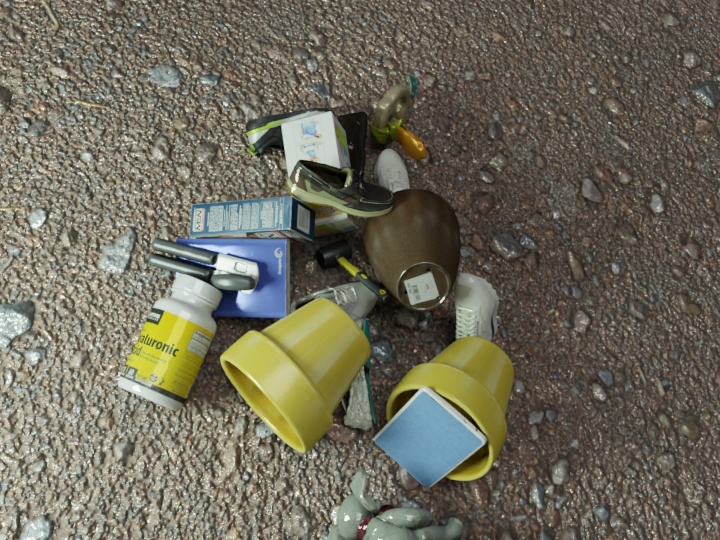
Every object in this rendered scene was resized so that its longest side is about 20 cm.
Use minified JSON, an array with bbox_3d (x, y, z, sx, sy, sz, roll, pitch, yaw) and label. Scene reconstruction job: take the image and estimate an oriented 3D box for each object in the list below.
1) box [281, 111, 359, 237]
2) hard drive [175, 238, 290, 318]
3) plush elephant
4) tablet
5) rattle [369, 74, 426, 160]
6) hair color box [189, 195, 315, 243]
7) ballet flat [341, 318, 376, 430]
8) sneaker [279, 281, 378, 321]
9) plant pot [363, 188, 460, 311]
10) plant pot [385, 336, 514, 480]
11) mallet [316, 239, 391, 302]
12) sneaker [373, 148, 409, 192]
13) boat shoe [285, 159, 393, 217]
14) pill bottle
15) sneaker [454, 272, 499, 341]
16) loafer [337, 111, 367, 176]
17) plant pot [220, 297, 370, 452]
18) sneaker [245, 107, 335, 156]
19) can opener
[{"bbox_3d":[-0.073,-0.174,1.316,0.100,0.112,0.203,-11,80,10],"label":"box"},{"bbox_3d":[-0.219,0.012,1.207,0.196,0.025,0.134,1,92,9],"label":"hard drive"},{"bbox_3d":[0.028,0.412,1.104,0.198,0.166,0.155,21,15,-41],"label":"plush elephant"},{"bbox_3d":[0.109,0.277,1.150,0.130,0.201,0.014,40,46,6],"label":"tablet"},{"bbox_3d":[0.116,-0.325,1.466,0.141,0.132,0.200,15,31,27],"label":"rattle"},{"bbox_3d":[-0.188,-0.082,1.231,0.197,0.100,0.062,-2,79,21],"label":"hair color box"},{"bbox_3d":[-0.011,0.179,1.237,0.071,0.072,0.203,3,65,-14],"label":"ballet flat"},{"bbox_3d":[-0.047,0.064,1.266,0.198,0.087,0.075,-21,71,-25],"label":"sneaker"},{"bbox_3d":[0.100,-0.018,1.243,0.184,0.189,0.201,13,27,-9],"label":"plant pot"},{"bbox_3d":[0.172,0.219,1.206,0.200,0.201,0.189,40,48,5],"label":"plant pot"},{"bbox_3d":[0.000,0.000,1.285,0.065,0.042,0.199,-28,42,-31],"label":"mallet"},{"bbox_3d":[0.075,-0.164,1.399,0.074,0.100,0.203,0,65,-13],"label":"sneaker"},{"bbox_3d":[-0.026,-0.142,1.202,0.197,0.065,0.074,6,45,-24],"label":"boat shoe"},{"bbox_3d":[-0.300,0.114,1.137,0.110,0.111,0.202,23,74,-4],"label":"pill bottle"},{"bbox_3d":[0.203,0.086,1.274,0.076,0.201,0.081,19,58,35],"label":"sneaker"},{"bbox_3d":[-0.025,-0.235,1.426,0.070,0.073,0.203,5,59,-2],"label":"loafer"},{"bbox_3d":[-0.090,0.152,1.131,0.201,0.201,0.189,45,69,8],"label":"plant pot"},{"bbox_3d":[-0.139,-0.273,1.421,0.197,0.072,0.084,-15,97,-21],"label":"sneaker"},{"bbox_3d":[-0.263,-0.008,1.165,0.197,0.067,0.054,15,93,8],"label":"can opener"}]
